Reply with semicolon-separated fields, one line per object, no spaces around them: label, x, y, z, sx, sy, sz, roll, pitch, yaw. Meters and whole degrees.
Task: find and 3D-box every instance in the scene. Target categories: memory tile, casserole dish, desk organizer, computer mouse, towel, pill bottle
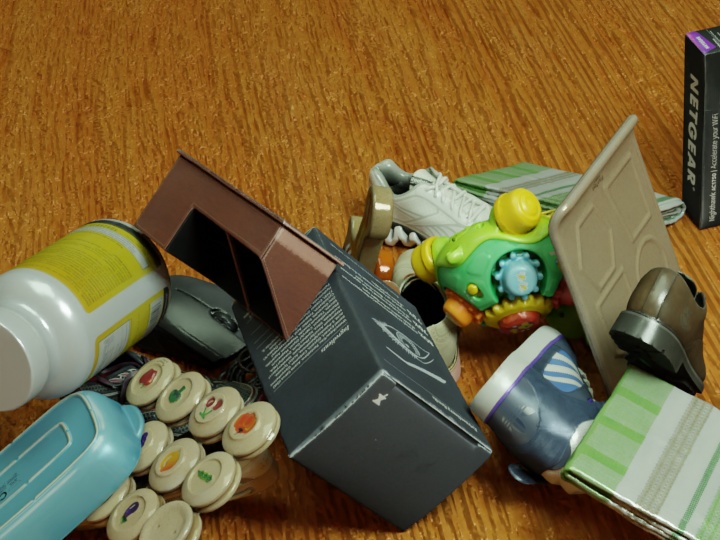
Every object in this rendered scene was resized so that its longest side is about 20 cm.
memory tile;-0.159;0.146;1.265;0.199;0.017;0.154;17;63;50
casserole dish;-0.261;0.171;1.287;0.200;0.039;0.121;-42;33;-1
desk organizer;-0.106;-0.023;1.322;0.077;0.072;0.200;-56;37;0
computer mouse;-0.146;0.043;1.528;0.198;0.053;0.139;13;39;28
towel;0.212;-0.071;1.635;0.199;0.031;0.148;17;19;36
towel;0.264;0.165;1.213;0.199;0.031;0.149;30;41;14
pill bottle;-0.251;0.039;1.338;0.111;0.113;0.200;8;23;22

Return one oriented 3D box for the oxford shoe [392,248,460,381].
oxford shoe;0.062;0.027;1.492;0.070;0.074;0.201;-8;33;-2

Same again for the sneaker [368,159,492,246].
sneaker;0.086;-0.056;1.613;0.198;0.082;0.075;17;37;30

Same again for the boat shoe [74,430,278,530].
boat shoe;-0.163;0.179;1.313;0.198;0.065;0.073;-20;39;15

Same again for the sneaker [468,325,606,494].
sneaker;0.177;0.127;1.334;0.146;0.081;0.200;40;17;10

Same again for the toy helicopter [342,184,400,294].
toy helicopter;0.000;0.000;1.444;0.078;0.201;0.133;7;56;-8

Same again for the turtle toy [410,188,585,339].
turtle toy;0.150;0.006;1.433;0.199;0.145;0.102;9;62;-40

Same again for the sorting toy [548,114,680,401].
sorting toy;0.222;-0.009;1.403;0.036;0.202;0.185;-1;30;34

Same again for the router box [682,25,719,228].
router box;0.396;-0.151;1.584;0.147;0.202;0.051;-13;34;-9

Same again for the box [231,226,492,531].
box;-0.002;0.087;1.303;0.104;0.148;0.201;-42;37;13

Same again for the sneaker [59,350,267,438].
sneaker;-0.179;0.112;1.407;0.198;0.075;0.081;3;34;15

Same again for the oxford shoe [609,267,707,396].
oxford shoe;0.261;0.050;1.323;0.072;0.200;0.085;24;79;20
